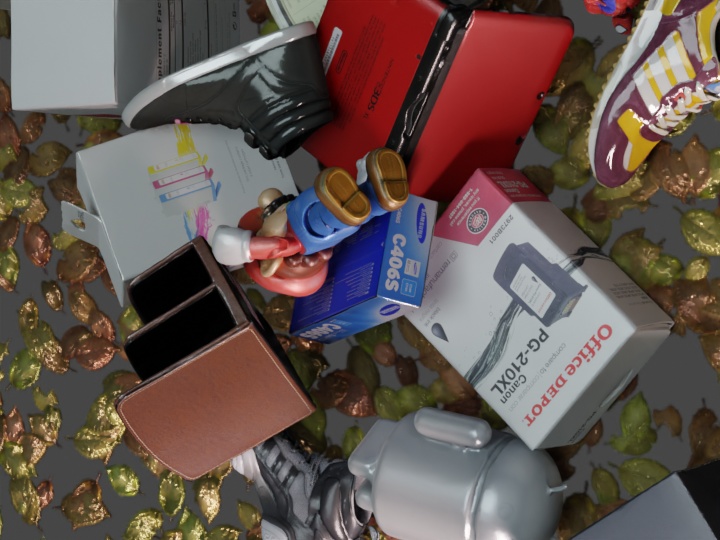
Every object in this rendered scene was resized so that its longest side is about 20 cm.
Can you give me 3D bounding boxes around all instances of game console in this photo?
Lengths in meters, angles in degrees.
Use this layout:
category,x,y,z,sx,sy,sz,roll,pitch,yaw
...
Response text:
category,x,y,z,sx,sy,sz,roll,pitch,yaw
game console,0.054,-0.164,1.705,0.172,0.119,0.201,38,128,20

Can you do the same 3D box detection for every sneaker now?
category,x,y,z,sx,sy,sz,roll,pitch,yaw
sneaker,0.257,-0.150,1.651,0.090,0.075,0.201,29,106,29
sneaker,-0.049,0.175,1.834,0.113,0.075,0.201,-27,75,19
sneaker,-0.110,-0.130,1.704,0.199,0.071,0.100,-20,92,26

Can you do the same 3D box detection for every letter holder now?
category,x,y,z,sx,sy,sz,roll,pitch,yaw
letter holder,-0.145,0.084,1.747,0.142,0.200,0.101,-32,61,0

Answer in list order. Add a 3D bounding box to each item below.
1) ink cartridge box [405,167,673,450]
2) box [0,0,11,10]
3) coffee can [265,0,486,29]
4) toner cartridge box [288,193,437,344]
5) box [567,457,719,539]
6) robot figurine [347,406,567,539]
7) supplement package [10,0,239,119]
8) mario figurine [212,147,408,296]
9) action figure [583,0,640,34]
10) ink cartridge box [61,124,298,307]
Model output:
category,x,y,z,sx,sy,sz,roll,pitch,yaw
ink cartridge box,0.141,0.032,1.712,0.200,0.084,0.145,46,113,22
box,-0.294,-0.341,1.891,0.198,0.200,0.131,-20,83,29
coffee can,0.034,-0.267,1.734,0.200,0.146,0.147,-31,76,26
toner cartridge box,0.000,0.000,1.740,0.200,0.043,0.096,156,126,-65
box,0.230,0.243,1.609,0.200,0.182,0.104,-37,73,25
robot figurine,0.089,0.187,1.728,0.199,0.113,0.170,14,137,29
supplement package,-0.212,-0.201,1.845,0.121,0.200,0.121,0,90,30
mario figurine,-0.048,-0.053,1.666,0.200,0.123,0.107,-33,46,54
action figure,0.205,-0.244,1.618,0.065,0.200,0.052,-29,67,-1
ink cartridge box,-0.165,-0.057,1.808,0.199,0.129,0.126,-20,80,-10
